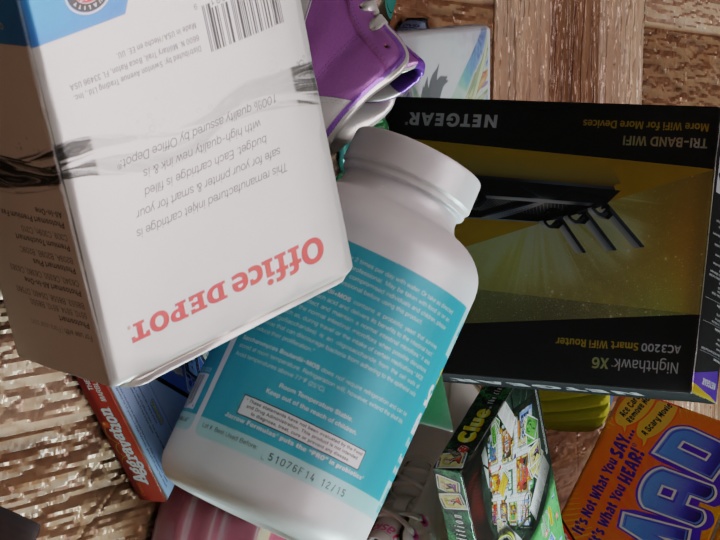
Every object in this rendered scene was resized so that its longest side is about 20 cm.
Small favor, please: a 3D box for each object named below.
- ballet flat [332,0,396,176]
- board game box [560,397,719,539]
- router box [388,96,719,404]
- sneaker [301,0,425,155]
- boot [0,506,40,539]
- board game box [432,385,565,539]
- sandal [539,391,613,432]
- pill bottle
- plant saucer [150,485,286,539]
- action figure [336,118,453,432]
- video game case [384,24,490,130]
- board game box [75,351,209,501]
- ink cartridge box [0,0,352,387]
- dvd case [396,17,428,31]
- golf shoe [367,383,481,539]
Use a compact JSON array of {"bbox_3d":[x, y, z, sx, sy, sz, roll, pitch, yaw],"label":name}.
[{"bbox_3d":[-0.014,-0.143,1.356,0.076,0.063,0.201,79,24,-64],"label":"ballet flat"},{"bbox_3d":[0.228,0.244,1.707,0.200,0.199,0.201,-55,161,-50],"label":"board game box"},{"bbox_3d":[0.106,-0.013,1.378,0.052,0.199,0.158,21,73,-64],"label":"router box"},{"bbox_3d":[-0.011,-0.142,1.285,0.073,0.114,0.201,106,6,-62],"label":"sneaker"},{"bbox_3d":[-0.131,0.212,1.018,0.188,0.068,0.201,26,59,-18],"label":"boot"},{"bbox_3d":[0.089,0.157,1.494,0.105,0.023,0.201,-57,146,-41],"label":"board game box"},{"bbox_3d":[0.134,0.029,1.694,0.087,0.079,0.201,-67,151,-44],"label":"sandal"},{"bbox_3d":[-0.011,0.033,1.222,0.201,0.110,0.111,-65,152,-8],"label":"pill bottle"},{"bbox_3d":[-0.049,0.172,1.327,0.200,0.051,0.202,2,90,-66],"label":"plant saucer"},{"bbox_3d":[0.000,0.000,1.336,0.055,0.117,0.201,85,10,-61],"label":"action figure"},{"bbox_3d":[0.037,-0.045,1.485,0.182,0.022,0.201,-17,108,-64],"label":"video game case"},{"bbox_3d":[-0.115,0.009,1.199,0.201,0.019,0.103,69,35,-42],"label":"board game box"},{"bbox_3d":[-0.097,-0.070,1.082,0.146,0.084,0.201,-25,115,-36],"label":"ink cartridge box"},{"bbox_3d":[0.013,-0.042,1.481,0.200,0.017,0.143,-58,142,-48],"label":"dvd case"},{"bbox_3d":[0.039,0.154,1.493,0.092,0.072,0.201,35,61,-62],"label":"golf shoe"}]
